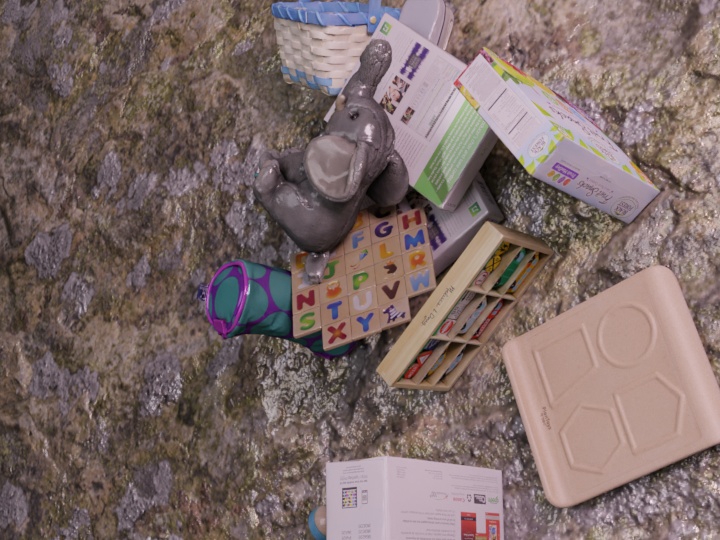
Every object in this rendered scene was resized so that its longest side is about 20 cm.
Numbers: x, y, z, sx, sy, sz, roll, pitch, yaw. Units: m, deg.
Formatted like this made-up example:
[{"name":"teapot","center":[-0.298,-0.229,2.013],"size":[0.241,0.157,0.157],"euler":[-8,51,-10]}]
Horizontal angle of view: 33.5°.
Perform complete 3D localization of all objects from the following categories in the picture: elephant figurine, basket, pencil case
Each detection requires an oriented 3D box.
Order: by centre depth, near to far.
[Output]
[{"name":"elephant figurine","center":[-0.014,-0.119,1.293],"size":[0.199,0.155,0.142],"euler":[-31,22,34]},{"name":"pencil case","center":[-0.088,0.048,1.386],"size":[0.085,0.199,0.093],"euler":[28,99,44]},{"name":"basket","center":[-0.029,-0.320,1.448],"size":[0.176,0.138,0.202],"euler":[31,128,52]}]

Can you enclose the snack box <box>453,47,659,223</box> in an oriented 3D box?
[{"name":"snack box","center":[0.196,-0.130,1.184],"size":[0.053,0.199,0.143],"euler":[-48,54,20]}]

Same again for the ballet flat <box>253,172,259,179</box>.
[{"name":"ballet flat","center":[-0.044,-0.120,1.487],"size":[0.199,0.073,0.074],"euler":[-20,67,30]}]

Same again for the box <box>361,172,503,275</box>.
[{"name":"box","center":[0.058,-0.057,1.388],"size":[0.200,0.036,0.145],"euler":[-40,56,25]}]

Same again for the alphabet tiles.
[{"name":"alphabet tiles","center":[0.000,0.000,1.311],"size":[0.165,0.006,0.201],"euler":[-20,41,13]}]

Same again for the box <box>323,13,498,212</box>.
[{"name":"box","center":[0.065,-0.178,1.338],"size":[0.200,0.036,0.145],"euler":[40,105,31]}]

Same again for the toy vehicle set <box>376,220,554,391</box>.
[{"name":"toy vehicle set","center":[0.112,0.042,1.264],"size":[0.027,0.124,0.201],"euler":[45,110,30]}]

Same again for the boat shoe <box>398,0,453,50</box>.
[{"name":"boat shoe","center":[0.060,-0.225,1.412],"size":[0.070,0.070,0.202],"euler":[18,89,34]}]

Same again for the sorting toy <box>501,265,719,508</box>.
[{"name":"sorting toy","center":[0.252,0.117,1.191],"size":[0.199,0.036,0.187],"euler":[-29,62,27]}]

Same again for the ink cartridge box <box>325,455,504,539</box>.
[{"name":"ink cartridge box","center":[0.059,0.285,1.201],"size":[0.083,0.199,0.178],"euler":[-13,70,38]}]

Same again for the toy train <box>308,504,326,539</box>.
[{"name":"toy train","center":[0.009,0.329,1.320],"size":[0.116,0.084,0.202],"euler":[-42,55,38]}]
